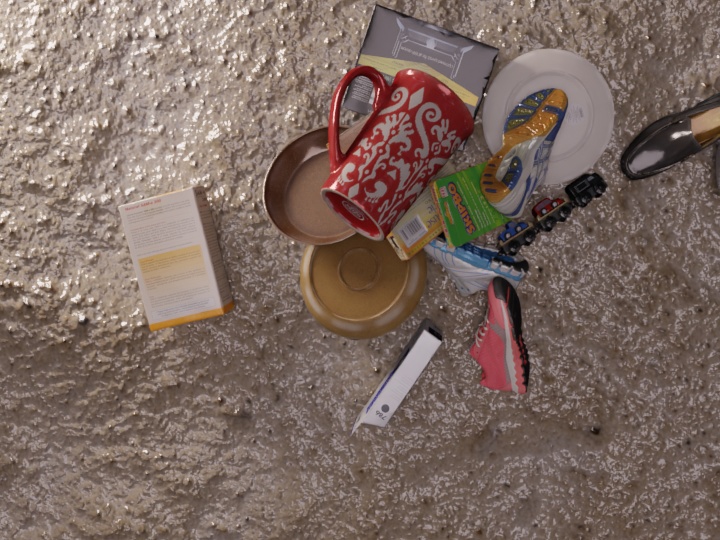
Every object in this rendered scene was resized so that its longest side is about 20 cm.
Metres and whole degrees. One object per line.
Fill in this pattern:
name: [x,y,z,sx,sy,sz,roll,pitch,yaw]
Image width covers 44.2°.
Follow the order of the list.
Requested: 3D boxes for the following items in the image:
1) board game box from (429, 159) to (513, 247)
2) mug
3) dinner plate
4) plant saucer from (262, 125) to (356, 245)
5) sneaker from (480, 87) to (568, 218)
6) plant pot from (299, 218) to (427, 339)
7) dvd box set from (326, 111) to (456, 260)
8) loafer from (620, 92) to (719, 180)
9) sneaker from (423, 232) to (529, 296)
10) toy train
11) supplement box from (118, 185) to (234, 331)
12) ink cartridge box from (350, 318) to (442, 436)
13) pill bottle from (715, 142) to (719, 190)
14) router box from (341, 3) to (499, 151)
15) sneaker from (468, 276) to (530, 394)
board game box: [0.163,-0.100,1.278,0.030,0.199,0.097,-15,96,37]
mug: [0.028,-0.162,1.198,0.176,0.134,0.201,32,76,15]
dinner plate: [0.282,-0.231,1.331,0.197,0.024,0.203,1,97,5]
plant saucer: [-0.049,-0.124,1.334,0.197,0.037,0.203,-6,66,14]
sneaker: [0.246,-0.172,1.301,0.075,0.088,0.201,26,79,41]
plant pot: [0.000,0.000,1.316,0.197,0.027,0.203,-4,76,15]
dvd box set: [0.062,-0.138,1.279,0.146,0.029,0.201,-38,100,-21]
loafer: [0.472,-0.198,1.290,0.199,0.072,0.073,-34,93,9]
sneaker: [0.149,-0.008,1.348,0.198,0.075,0.088,25,119,10]
toy train: [0.280,-0.086,1.321,0.199,0.034,0.046,-34,81,-8]
supplement box: [-0.285,-0.020,1.384,0.124,0.074,0.203,-12,95,7]
ink cartridge box: [0.057,0.171,1.359,0.039,0.099,0.201,35,99,0]
pill bottle: [0.619,-0.153,1.262,0.197,0.112,0.114,-3,96,7]
router box: [0.089,-0.287,1.328,0.198,0.052,0.159,21,98,3]
sneaker: [0.200,0.105,1.331,0.086,0.074,0.202,-4,119,19]
